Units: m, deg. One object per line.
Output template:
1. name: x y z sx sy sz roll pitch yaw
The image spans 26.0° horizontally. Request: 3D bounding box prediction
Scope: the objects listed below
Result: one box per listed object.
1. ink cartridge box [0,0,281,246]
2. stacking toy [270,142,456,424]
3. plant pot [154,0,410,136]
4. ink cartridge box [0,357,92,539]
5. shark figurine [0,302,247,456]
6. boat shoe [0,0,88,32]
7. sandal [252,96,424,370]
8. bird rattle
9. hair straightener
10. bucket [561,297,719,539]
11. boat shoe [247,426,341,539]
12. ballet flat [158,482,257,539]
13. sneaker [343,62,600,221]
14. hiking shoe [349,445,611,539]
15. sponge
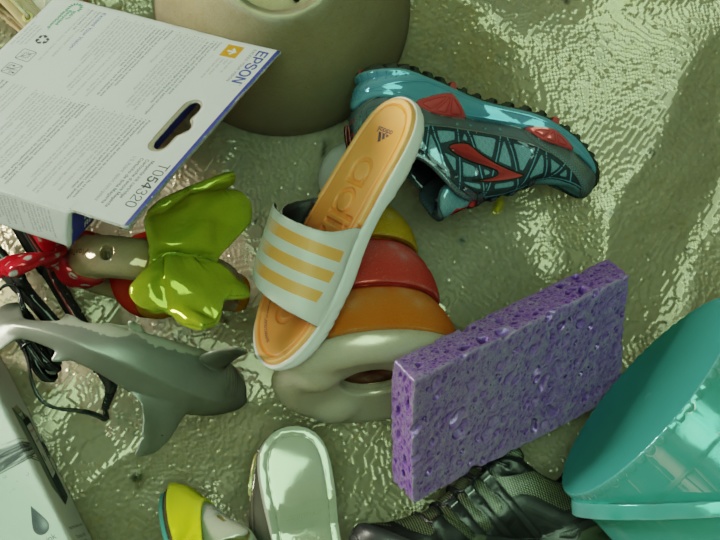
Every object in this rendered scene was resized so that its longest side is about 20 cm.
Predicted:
1. ink cartridge box: -0.182 -0.101 1.060 0.198 0.044 0.197 18 49 23
2. stacking toy: 0.000 0.000 1.141 0.144 0.147 0.202 -6 65 -2
3. plant pot: -0.059 -0.211 1.139 0.198 0.134 0.203 0 83 -1
4. ink cartridge box: -0.288 0.175 1.116 0.144 0.084 0.202 -28 85 -4
5. shark figurine: -0.164 0.079 1.070 0.212 0.128 0.091 17 76 -23
6. boat shoe: -0.303 -0.235 1.165 0.199 0.074 0.070 30 78 1
7. sandal: -0.031 -0.036 1.059 0.059 0.079 0.208 30 85 -39
8. bird rattle: -0.163 0.004 1.100 0.198 0.163 0.114 -6 72 19
9. hair straightener: -0.249 0.031 1.154 0.077 0.041 0.201 -32 92 -22
10. bucket: 0.243 0.129 1.067 0.135 0.207 0.208 40 84 -4
11. boat shoe: -0.045 0.215 1.131 0.071 0.060 0.204 -3 85 -13
12. ballet flat: -0.099 0.212 1.074 0.066 0.201 0.067 -24 121 7
13. sneaker: 0.078 -0.077 1.144 0.198 0.079 0.097 17 79 -11
14. hiking shoe: 0.086 0.174 1.140 0.197 0.076 0.102 -2 75 -11
15. sponge: 0.108 0.076 1.096 0.198 0.113 0.030 -23 40 -28
